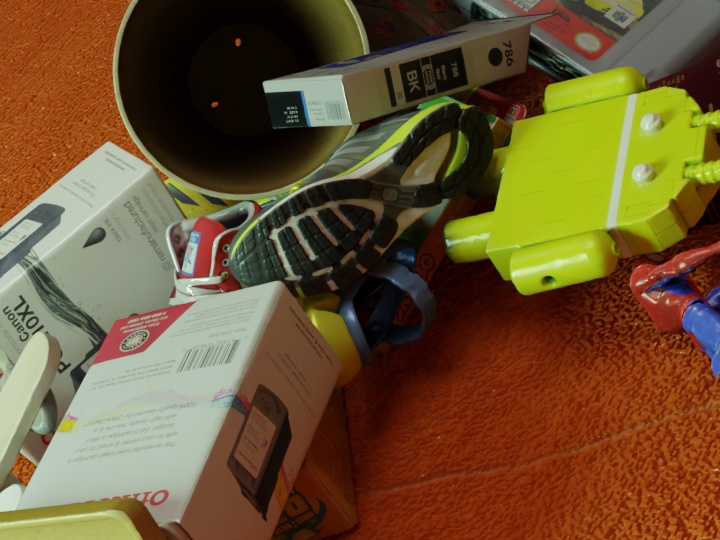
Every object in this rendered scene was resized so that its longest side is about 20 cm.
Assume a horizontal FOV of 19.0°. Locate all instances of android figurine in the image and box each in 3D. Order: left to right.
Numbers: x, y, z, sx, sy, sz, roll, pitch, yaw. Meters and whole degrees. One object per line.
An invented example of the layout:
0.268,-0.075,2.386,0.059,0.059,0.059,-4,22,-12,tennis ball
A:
0.151,-0.060,1.405,0.199,0.041,0.182,-11,44,31,android figurine

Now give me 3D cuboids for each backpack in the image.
0.030,-0.201,1.722,0.200,0.167,0.127,15,59,34,backpack

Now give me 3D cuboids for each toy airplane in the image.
-0.273,0.158,1.482,0.199,0.141,0.200,-19,71,24,toy airplane

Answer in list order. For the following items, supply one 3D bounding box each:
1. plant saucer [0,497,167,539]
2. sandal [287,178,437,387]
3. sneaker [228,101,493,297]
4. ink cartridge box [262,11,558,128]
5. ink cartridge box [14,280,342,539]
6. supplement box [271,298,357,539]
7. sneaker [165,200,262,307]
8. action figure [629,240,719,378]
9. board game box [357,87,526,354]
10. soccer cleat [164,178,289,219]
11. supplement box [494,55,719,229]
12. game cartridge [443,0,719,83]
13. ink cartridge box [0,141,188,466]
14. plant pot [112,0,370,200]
-0.160,0.205,1.258,0.199,0.200,0.049,-10,33,31,plant saucer
0.000,0.000,1.473,0.087,0.080,0.200,-17,40,2,sandal
-0.006,-0.046,1.431,0.200,0.074,0.081,-31,19,-21,sneaker
0.040,-0.140,1.510,0.200,0.039,0.099,-20,13,-33,ink cartridge box
-0.115,0.114,1.337,0.147,0.086,0.200,-12,40,34,ink cartridge box
-0.051,0.100,1.438,0.066,0.069,0.200,-27,35,12,supplement box
-0.120,0.036,1.538,0.071,0.113,0.200,10,50,48,sneaker
0.233,0.022,1.307,0.099,0.065,0.200,-40,33,-2,action figure
0.038,-0.045,1.531,0.200,0.030,0.095,-57,35,-2,board game box
-0.107,-0.037,1.672,0.200,0.065,0.084,-5,35,34,soccer cleat
0.193,-0.072,1.474,0.199,0.061,0.109,-21,33,19,supplement box
0.171,-0.199,1.602,0.200,0.041,0.133,36,61,24,game cartridge
-0.212,0.026,1.599,0.200,0.145,0.084,-40,34,-14,ink cartridge box
-0.091,-0.150,1.641,0.186,0.187,0.200,-32,5,-1,plant pot
